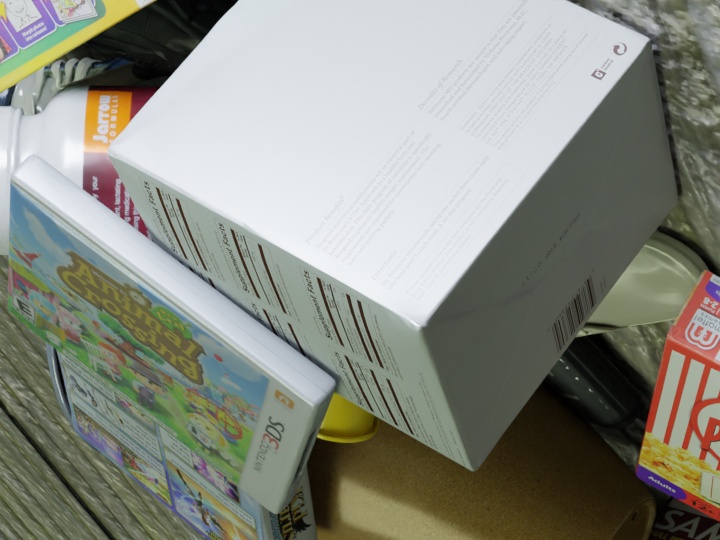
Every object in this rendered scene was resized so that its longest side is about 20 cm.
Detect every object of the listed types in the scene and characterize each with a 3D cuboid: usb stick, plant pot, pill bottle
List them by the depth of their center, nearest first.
[{"bbox_3d":[-0.121,-0.050,1.321,0.199,0.113,0.113,1,158,-5],"label":"pill bottle"},{"bbox_3d":[0.096,0.023,1.399,0.200,0.033,0.055,45,158,-16],"label":"usb stick"},{"bbox_3d":[0.079,0.136,1.451,0.200,0.187,0.187,28,157,24],"label":"plant pot"}]

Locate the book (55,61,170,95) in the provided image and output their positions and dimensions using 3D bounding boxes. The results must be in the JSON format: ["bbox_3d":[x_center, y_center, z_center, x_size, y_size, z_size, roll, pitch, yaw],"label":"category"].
[{"bbox_3d":[-0.089,-0.040,1.413,0.048,0.133,0.200,-85,-26,-61],"label":"book"}]

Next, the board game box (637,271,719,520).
[{"bbox_3d":[0.234,0.093,1.250,0.151,0.046,0.200,27,157,15],"label":"board game box"}]

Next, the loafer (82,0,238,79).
[{"bbox_3d":[-0.109,-0.142,1.326,0.200,0.068,0.071,22,136,19],"label":"loafer"}]

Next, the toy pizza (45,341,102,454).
[{"bbox_3d":[-0.169,0.036,1.675,0.032,0.201,0.200,0,142,23],"label":"toy pizza"}]

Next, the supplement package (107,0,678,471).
[{"bbox_3d":[0.021,-0.046,1.157,0.200,0.191,0.147,29,158,28],"label":"supplement package"}]

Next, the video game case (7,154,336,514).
[{"bbox_3d":[-0.108,0.040,1.235,0.200,0.022,0.182,37,156,8],"label":"video game case"}]

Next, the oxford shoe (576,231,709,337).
[{"bbox_3d":[0.110,0.014,1.293,0.200,0.058,0.075,-2,131,41],"label":"oxford shoe"}]

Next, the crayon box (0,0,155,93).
[{"bbox_3d":[-0.169,-0.183,1.254,0.200,0.058,0.119,-22,103,43],"label":"crayon box"}]

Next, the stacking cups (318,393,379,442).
[{"bbox_3d":[0.000,0.000,1.332,0.060,0.060,0.200,27,118,30],"label":"stacking cups"}]

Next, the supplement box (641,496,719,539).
[{"bbox_3d":[0.275,0.228,1.480,0.109,0.061,0.200,12,145,52],"label":"supplement box"}]

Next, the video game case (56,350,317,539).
[{"bbox_3d":[-0.114,0.076,1.403,0.200,0.045,0.182,34,146,34],"label":"video game case"}]

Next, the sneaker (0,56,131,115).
[{"bbox_3d":[-0.210,-0.108,1.490,0.146,0.081,0.200,17,168,-15],"label":"sneaker"}]
